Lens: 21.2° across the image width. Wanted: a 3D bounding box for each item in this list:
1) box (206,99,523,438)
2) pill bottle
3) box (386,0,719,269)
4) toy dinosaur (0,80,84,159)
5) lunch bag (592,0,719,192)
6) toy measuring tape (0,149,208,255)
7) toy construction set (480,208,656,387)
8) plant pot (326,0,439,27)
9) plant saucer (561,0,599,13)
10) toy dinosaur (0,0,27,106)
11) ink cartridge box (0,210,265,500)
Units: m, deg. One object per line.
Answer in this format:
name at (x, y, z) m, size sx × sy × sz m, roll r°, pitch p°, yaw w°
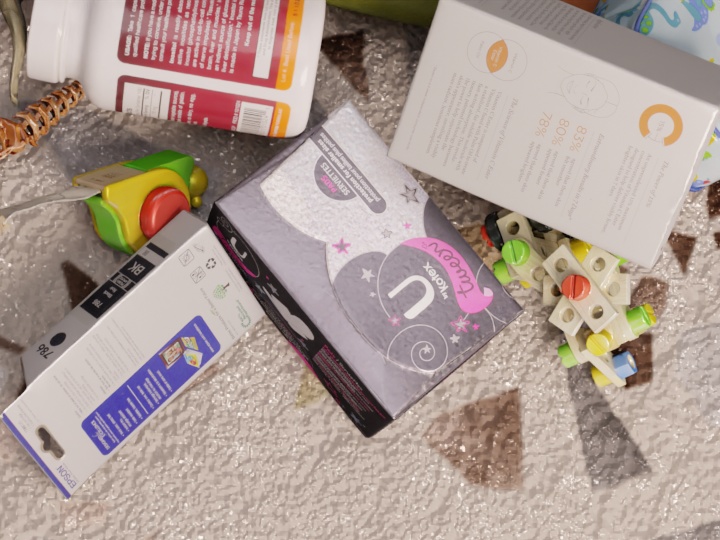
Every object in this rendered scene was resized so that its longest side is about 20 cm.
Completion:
box at (0.000, 0.000, 1.392) m, size 0.132 × 0.115 × 0.200 m, roll -39°, pitch 88°, yaw -14°
pill bottle at (-0.130, -0.163, 1.360) m, size 0.199 × 0.113 × 0.113 m, roll 9°, pitch 77°, yaw -5°
box at (0.138, -0.107, 1.317) m, size 0.199 × 0.097 × 0.125 m, roll 24°, pitch 116°, yaw 9°
toy dinosaur at (-0.303, -0.106, 1.386) m, size 0.200 × 0.102 × 0.136 m, roll -20°, pitch 98°, yaw -39°
lunch bag at (0.252, -0.168, 1.431) m, size 0.161 × 0.082 × 0.200 m, roll 42°, pitch 51°, yaw -20°
toy measuring tape at (-0.184, -0.034, 1.369) m, size 0.200 × 0.074 × 0.074 m, roll -23°, pitch 83°, yaw -43°
toy construction set at (0.152, 0.012, 1.386) m, size 0.092 × 0.200 × 0.132 m, roll -21°, pitch 75°, yaw 10°
plant pot at (0.057, -0.253, 1.410) m, size 0.199 × 0.187 × 0.188 m, roll 25°, pitch 76°, yaw -2°
plant saucer at (0.163, -0.154, 1.492) m, size 0.199 × 0.037 × 0.201 m, roll 2°, pitch 79°, yaw -11°
toy dinosaur at (-0.261, -0.212, 1.358) m, size 0.047 × 0.088 × 0.200 m, roll -22°, pitch 44°, yaw 8°
ink cartridge box at (-0.167, 0.059, 1.363) m, size 0.200 × 0.039 × 0.100 m, roll -43°, pitch 131°, yaw -17°
